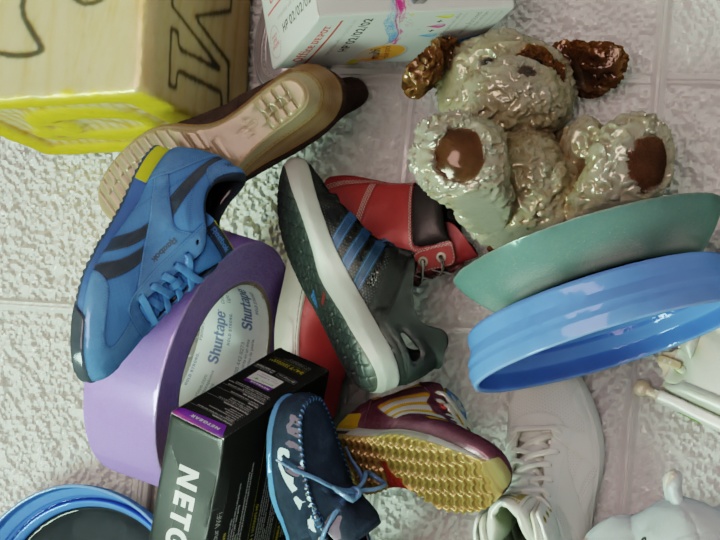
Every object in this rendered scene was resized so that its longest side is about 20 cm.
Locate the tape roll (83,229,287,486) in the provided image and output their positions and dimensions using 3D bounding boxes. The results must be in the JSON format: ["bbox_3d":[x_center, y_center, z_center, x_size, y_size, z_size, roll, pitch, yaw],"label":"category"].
[{"bbox_3d":[-0.128,0.066,1.658,0.066,0.200,0.200,16,87,22],"label":"tape roll"}]

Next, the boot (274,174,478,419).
[{"bbox_3d":[0.015,0.025,1.683,0.144,0.072,0.200,3,79,20],"label":"boot"}]

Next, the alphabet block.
[{"bbox_3d":[-0.207,-0.209,1.739,0.195,0.196,0.200,-3,80,22],"label":"alphabet block"}]

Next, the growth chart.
[{"bbox_3d":[0.306,0.037,1.594,0.145,0.018,0.200,31,93,22],"label":"growth chart"}]

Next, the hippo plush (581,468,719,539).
[{"bbox_3d":[0.232,0.224,1.513,0.200,0.161,0.160,-20,74,17],"label":"hippo plush"}]

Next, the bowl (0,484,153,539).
[{"bbox_3d":[-0.223,0.272,1.747,0.200,0.039,0.201,-4,79,20],"label":"bowl"}]

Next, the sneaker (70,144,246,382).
[{"bbox_3d":[-0.141,-0.005,1.546,0.078,0.066,0.200,13,57,16],"label":"sneaker"}]

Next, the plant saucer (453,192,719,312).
[{"bbox_3d":[0.166,-0.004,1.557,0.200,0.200,0.036,-19,78,17],"label":"plant saucer"}]

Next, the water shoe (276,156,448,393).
[{"bbox_3d":[0.000,0.000,1.636,0.079,0.072,0.200,-16,66,-19],"label":"water shoe"}]

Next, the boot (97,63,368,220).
[{"bbox_3d":[-0.093,-0.093,1.693,0.200,0.166,0.072,-28,86,14],"label":"boot"}]

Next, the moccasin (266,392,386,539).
[{"bbox_3d":[-0.012,0.181,1.583,0.068,0.080,0.200,-2,111,36],"label":"moccasin"}]

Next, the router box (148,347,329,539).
[{"bbox_3d":[-0.095,0.174,1.616,0.051,0.149,0.200,22,116,23],"label":"router box"}]

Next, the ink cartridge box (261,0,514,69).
[{"bbox_3d":[-0.001,-0.203,1.647,0.200,0.115,0.068,-5,76,-21],"label":"ink cartridge box"}]

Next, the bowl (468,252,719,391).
[{"bbox_3d":[0.170,0.035,1.524,0.200,0.201,0.039,-20,78,17],"label":"bowl"}]

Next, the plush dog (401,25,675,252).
[{"bbox_3d":[0.119,-0.103,1.642,0.200,0.161,0.172,0,64,-11],"label":"plush dog"}]

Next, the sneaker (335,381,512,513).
[{"bbox_3d":[0.054,0.119,1.600,0.090,0.075,0.200,-41,25,-27],"label":"sneaker"}]

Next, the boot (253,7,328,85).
[{"bbox_3d":[-0.050,-0.240,1.736,0.073,0.096,0.200,16,87,23],"label":"boot"}]

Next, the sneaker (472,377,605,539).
[{"bbox_3d":[0.129,0.155,1.591,0.074,0.116,0.200,-7,77,22],"label":"sneaker"}]
